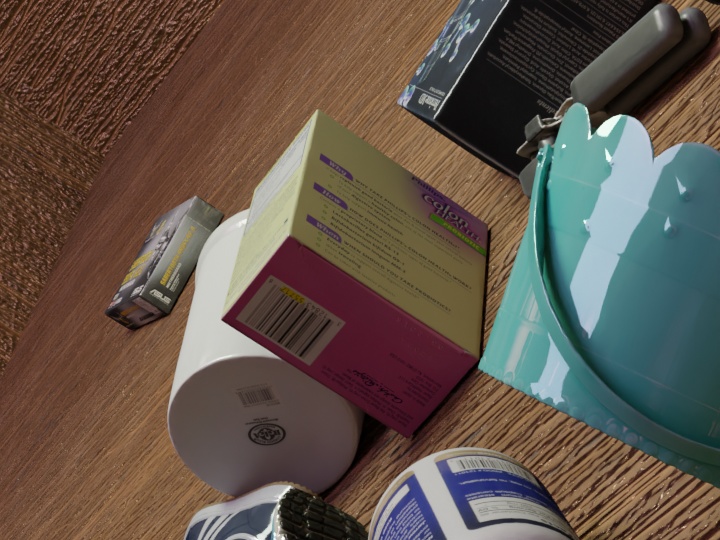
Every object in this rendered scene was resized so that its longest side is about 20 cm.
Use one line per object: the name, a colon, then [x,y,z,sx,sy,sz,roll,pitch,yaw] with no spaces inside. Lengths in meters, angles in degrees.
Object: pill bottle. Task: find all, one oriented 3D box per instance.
pill bottle: [0.071,0.178,1.163,0.116,0.115,0.200,-56,13,7]

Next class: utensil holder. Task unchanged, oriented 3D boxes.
utensil holder: [-0.068,0.070,1.795,0.170,0.169,0.201,-49,19,33]

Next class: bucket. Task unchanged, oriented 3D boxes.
bucket: [0.161,0.023,1.022,0.136,0.206,0.207,-66,14,1]

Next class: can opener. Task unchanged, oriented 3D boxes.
can opener: [0.186,-0.122,1.589,0.200,0.052,0.067,-47,52,45]

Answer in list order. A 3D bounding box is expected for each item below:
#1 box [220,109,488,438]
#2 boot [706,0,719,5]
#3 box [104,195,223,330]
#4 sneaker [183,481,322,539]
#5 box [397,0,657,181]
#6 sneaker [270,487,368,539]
box: [0.000,0.000,1.677,0.097,0.175,0.200,-49,16,29]
boot: [0.260,-0.301,1.528,0.132,0.069,0.201,-37,47,54]
box: [-0.267,-0.008,2.916,0.159,0.048,0.200,-63,14,-16]
sneaker: [-0.106,0.245,1.745,0.200,0.070,0.109,-34,25,53]
box: [0.137,-0.184,1.749,0.201,0.107,0.148,-58,14,2]
sneaker: [-0.050,0.237,1.553,0.090,0.078,0.200,-54,14,31]
